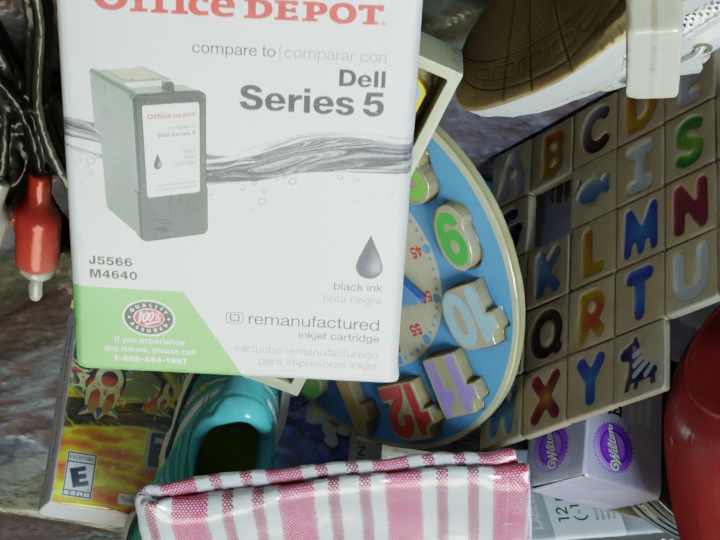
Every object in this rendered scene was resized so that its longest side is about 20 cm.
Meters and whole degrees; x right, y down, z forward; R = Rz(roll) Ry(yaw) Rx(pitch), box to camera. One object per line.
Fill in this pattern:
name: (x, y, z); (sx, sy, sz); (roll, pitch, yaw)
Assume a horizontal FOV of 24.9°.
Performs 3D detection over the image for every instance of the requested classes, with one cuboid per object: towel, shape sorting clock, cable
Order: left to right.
cable: (-0.163, -0.061, 0.775); (0.096, 0.051, 0.201); (21, 138, 2)
towel: (-0.010, 0.155, 0.834); (0.198, 0.030, 0.147); (-6, 131, 1)
shape sorting clock: (0.000, 0.000, 0.836); (0.199, 0.201, 0.039); (-24, -173, 47)

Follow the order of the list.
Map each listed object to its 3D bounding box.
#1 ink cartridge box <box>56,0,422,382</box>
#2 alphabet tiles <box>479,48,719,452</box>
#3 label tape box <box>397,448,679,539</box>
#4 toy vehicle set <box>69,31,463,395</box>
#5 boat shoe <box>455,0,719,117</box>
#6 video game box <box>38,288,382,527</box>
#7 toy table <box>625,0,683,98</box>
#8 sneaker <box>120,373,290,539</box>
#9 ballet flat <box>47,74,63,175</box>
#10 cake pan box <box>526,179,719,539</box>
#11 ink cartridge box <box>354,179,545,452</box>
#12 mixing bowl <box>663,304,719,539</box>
ink cartridge box: (-0.049, -0.059, 0.691); (0.144, 0.084, 0.201); (3, 123, 0)
alphabet tiles: (0.124, -0.014, 0.782); (0.008, 0.169, 0.200); (19, 152, -29)
label tape box: (0.077, 0.164, 0.929); (0.198, 0.066, 0.144); (-2, 142, -19)
toy vehicle set: (-0.048, -0.041, 0.771); (0.123, 0.027, 0.201); (21, 122, -10)
boat shoe: (0.124, -0.107, 0.687); (0.069, 0.071, 0.199); (22, 150, -35)
video game box: (-0.080, 0.068, 0.979); (0.198, 0.184, 0.047); (11, 159, -17)
toy table: (0.096, -0.151, 0.535); (0.182, 0.118, 0.200); (-5, 156, 20)
sneaker: (-0.087, 0.137, 0.882); (0.077, 0.080, 0.202); (10, 111, -9)
ballet flat: (-0.222, -0.083, 0.823); (0.198, 0.047, 0.067); (12, 157, -19)
cake pan box: (0.175, 0.046, 0.874); (0.183, 0.202, 0.052); (19, 155, -27)
ink cartridge box: (0.112, 0.040, 0.961); (0.198, 0.126, 0.129); (11, 156, -17)
mixing bowl: (0.211, 0.065, 0.725); (0.199, 0.201, 0.109); (-17, 123, 39)
